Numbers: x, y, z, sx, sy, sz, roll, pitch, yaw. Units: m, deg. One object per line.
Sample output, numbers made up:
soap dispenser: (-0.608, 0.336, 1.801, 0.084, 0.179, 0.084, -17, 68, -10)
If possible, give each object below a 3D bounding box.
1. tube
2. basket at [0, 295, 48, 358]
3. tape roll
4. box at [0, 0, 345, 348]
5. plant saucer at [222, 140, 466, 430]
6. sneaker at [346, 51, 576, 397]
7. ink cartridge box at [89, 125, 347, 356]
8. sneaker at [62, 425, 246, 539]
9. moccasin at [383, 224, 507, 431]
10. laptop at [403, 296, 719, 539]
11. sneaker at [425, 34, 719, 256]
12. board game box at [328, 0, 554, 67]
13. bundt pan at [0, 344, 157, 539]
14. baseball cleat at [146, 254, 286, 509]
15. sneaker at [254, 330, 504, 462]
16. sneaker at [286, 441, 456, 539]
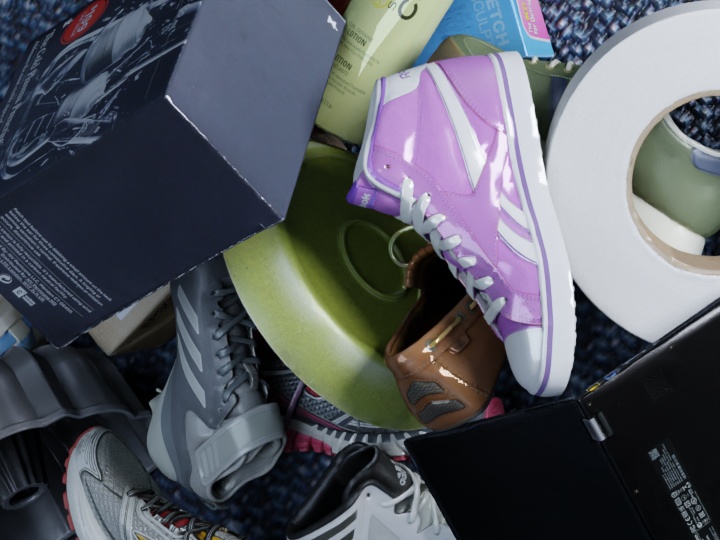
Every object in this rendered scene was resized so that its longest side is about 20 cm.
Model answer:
tube: (0.029, -0.172, 1.632, 0.058, 0.052, 0.201, 28, 106, -11)
basket: (-0.310, 0.004, 1.816, 0.176, 0.139, 0.200, -36, 102, 25)
tape roll: (0.204, -0.052, 1.549, 0.202, 0.037, 0.204, 0, 104, 0)
box: (-0.123, -0.085, 1.582, 0.182, 0.200, 0.104, -28, 118, 30)
plant saucer: (0.000, 0.000, 1.619, 0.031, 0.200, 0.201, -37, 77, 34)
sneaker: (0.052, -0.019, 1.528, 0.114, 0.073, 0.201, -9, 73, -12)
ink cartridge box: (-0.133, -0.070, 1.759, 0.200, 0.075, 0.165, -46, 74, 25)
sneaker: (-0.107, 0.175, 1.685, 0.082, 0.078, 0.200, -45, 76, 28)
moccasin: (0.058, 0.006, 1.599, 0.073, 0.202, 0.078, -22, 117, 39)
laptop: (0.167, 0.130, 1.581, 0.200, 0.116, 0.188, -33, 106, -14)
sneaker: (0.143, -0.096, 1.601, 0.200, 0.067, 0.090, 37, 101, 3)
board game box: (0.021, -0.204, 1.682, 0.152, 0.040, 0.201, -18, 86, 29)
bundt pan: (-0.232, 0.117, 1.768, 0.202, 0.201, 0.076, -41, 63, 25)
baseball cleat: (-0.076, 0.052, 1.673, 0.106, 0.070, 0.201, 35, 126, 39)
sneaker: (-0.004, 0.079, 1.699, 0.199, 0.081, 0.075, 4, 94, 29)
sneaker: (0.051, 0.151, 1.627, 0.200, 0.076, 0.116, -17, 125, 4)
